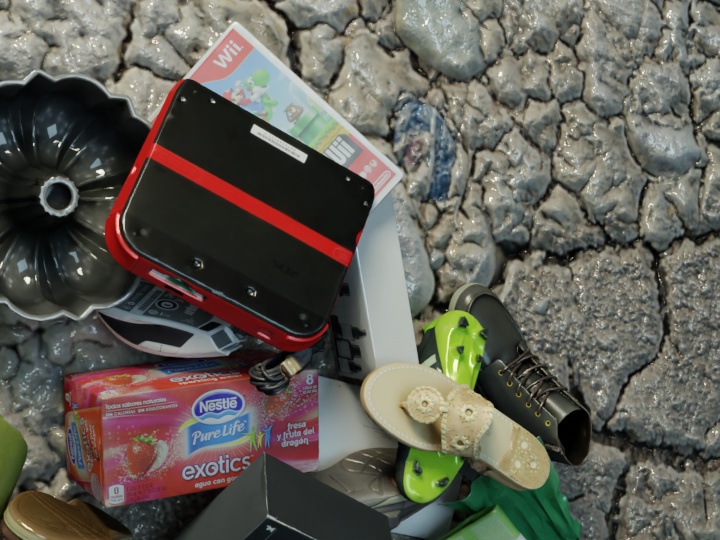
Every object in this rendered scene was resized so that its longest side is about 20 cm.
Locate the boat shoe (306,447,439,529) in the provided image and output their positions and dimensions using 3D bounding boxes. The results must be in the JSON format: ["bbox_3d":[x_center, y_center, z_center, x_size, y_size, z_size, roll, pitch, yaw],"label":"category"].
[{"bbox_3d":[-0.005,0.219,1.221,0.200,0.074,0.073,-6,123,-37],"label":"boat shoe"}]

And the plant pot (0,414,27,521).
[{"bbox_3d":[-0.347,0.183,0.974,0.200,0.200,0.190,39,61,-25],"label":"plant pot"}]

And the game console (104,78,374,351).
[{"bbox_3d":[-0.095,-0.044,1.080,0.200,0.031,0.177,29,58,-16],"label":"game console"}]

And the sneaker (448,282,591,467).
[{"bbox_3d":[0.165,0.102,1.302,0.075,0.106,0.200,-34,107,-25],"label":"sneaker"}]

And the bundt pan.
[{"bbox_3d":[-0.256,-0.059,1.070,0.202,0.076,0.202,0,91,-30],"label":"bundt pan"}]

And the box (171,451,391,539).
[{"bbox_3d":[-0.088,0.264,1.113,0.141,0.079,0.200,31,118,-29],"label":"box"}]

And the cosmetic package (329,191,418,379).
[{"bbox_3d":[0.000,0.000,1.218,0.051,0.083,0.200,-13,97,-30],"label":"cosmetic package"}]

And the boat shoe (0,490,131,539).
[{"bbox_3d":[-0.241,0.223,1.035,0.072,0.200,0.072,33,84,9],"label":"boat shoe"}]

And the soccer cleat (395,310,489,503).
[{"bbox_3d":[0.068,0.131,1.241,0.068,0.081,0.200,33,58,-24],"label":"soccer cleat"}]

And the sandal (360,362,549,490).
[{"bbox_3d":[0.104,0.135,1.169,0.212,0.070,0.078,31,60,-26],"label":"sandal"}]

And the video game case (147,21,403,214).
[{"bbox_3d":[-0.082,-0.098,1.148,0.200,0.017,0.143,42,92,-7],"label":"video game case"}]

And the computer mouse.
[{"bbox_3d":[-0.135,0.055,1.113,0.200,0.110,0.044,16,115,10],"label":"computer mouse"}]

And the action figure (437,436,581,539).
[{"bbox_3d":[0.170,0.243,1.325,0.118,0.055,0.200,-32,130,10],"label":"action figure"}]

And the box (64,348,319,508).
[{"bbox_3d":[-0.144,0.130,1.122,0.200,0.100,0.096,-5,100,-30],"label":"box"}]

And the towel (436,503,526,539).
[{"bbox_3d":[0.128,0.335,1.298,0.149,0.031,0.200,-34,108,8],"label":"towel"}]

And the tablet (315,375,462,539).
[{"bbox_3d":[0.018,0.185,1.272,0.200,0.014,0.130,17,83,-29],"label":"tablet"}]
